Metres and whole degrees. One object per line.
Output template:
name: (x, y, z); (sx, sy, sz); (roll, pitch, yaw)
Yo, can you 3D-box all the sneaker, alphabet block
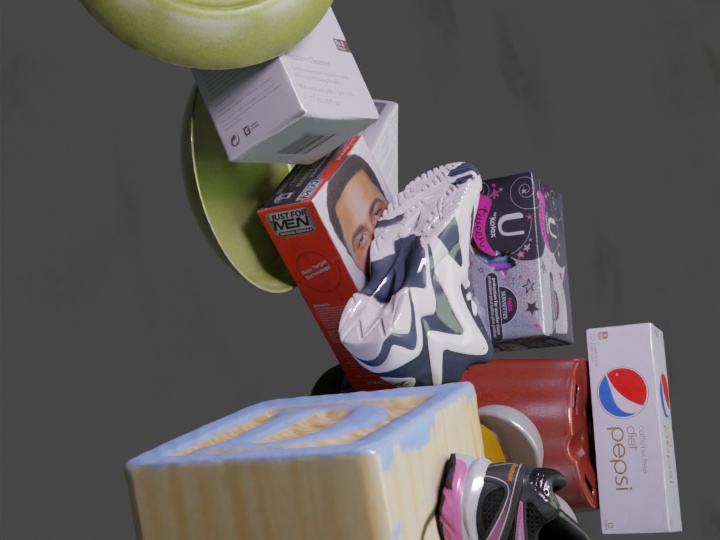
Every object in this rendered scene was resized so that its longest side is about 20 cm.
sneaker: (0.066, 0.019, 0.860); (0.130, 0.079, 0.200); (53, 46, -38)
alphabet block: (-0.022, 0.202, 0.726); (0.195, 0.194, 0.202); (-15, 96, -62)
sneaker: (0.118, 0.210, 0.691); (0.201, 0.085, 0.081); (67, 31, -29)

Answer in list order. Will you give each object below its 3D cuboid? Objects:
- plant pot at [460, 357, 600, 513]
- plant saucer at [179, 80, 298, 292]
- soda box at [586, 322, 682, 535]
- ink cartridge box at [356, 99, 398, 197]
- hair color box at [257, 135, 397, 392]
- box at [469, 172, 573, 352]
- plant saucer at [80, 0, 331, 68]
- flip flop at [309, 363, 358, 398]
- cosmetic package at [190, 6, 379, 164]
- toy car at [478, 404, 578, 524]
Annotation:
plant pot: (0.145, 0.173, 1.073); (0.200, 0.193, 0.203); (31, 54, -58)
plant saucer: (-0.090, -0.080, 0.856); (0.200, 0.031, 0.202); (28, 59, -59)
soda box: (0.271, 0.157, 1.035); (0.064, 0.067, 0.202); (23, 62, -60)
ink cartridge box: (0.005, -0.046, 1.020); (0.163, 0.056, 0.202); (-67, 161, -62)
hair color box: (0.000, 0.000, 0.888); (0.201, 0.061, 0.102); (62, 40, -27)
box: (0.193, -0.006, 1.317); (0.132, 0.114, 0.202); (18, 66, -62)
plant saucer: (-0.106, -0.236, 0.712); (0.031, 0.198, 0.202); (131, -39, -69)
flip flop: (-0.009, 0.171, 0.908); (0.058, 0.080, 0.202); (105, -14, -57)
cosmetic package: (-0.078, -0.186, 0.791); (0.113, 0.081, 0.202); (-10, 75, -59)
toy car: (0.090, 0.231, 0.929); (0.175, 0.149, 0.202); (-40, 109, -48)
